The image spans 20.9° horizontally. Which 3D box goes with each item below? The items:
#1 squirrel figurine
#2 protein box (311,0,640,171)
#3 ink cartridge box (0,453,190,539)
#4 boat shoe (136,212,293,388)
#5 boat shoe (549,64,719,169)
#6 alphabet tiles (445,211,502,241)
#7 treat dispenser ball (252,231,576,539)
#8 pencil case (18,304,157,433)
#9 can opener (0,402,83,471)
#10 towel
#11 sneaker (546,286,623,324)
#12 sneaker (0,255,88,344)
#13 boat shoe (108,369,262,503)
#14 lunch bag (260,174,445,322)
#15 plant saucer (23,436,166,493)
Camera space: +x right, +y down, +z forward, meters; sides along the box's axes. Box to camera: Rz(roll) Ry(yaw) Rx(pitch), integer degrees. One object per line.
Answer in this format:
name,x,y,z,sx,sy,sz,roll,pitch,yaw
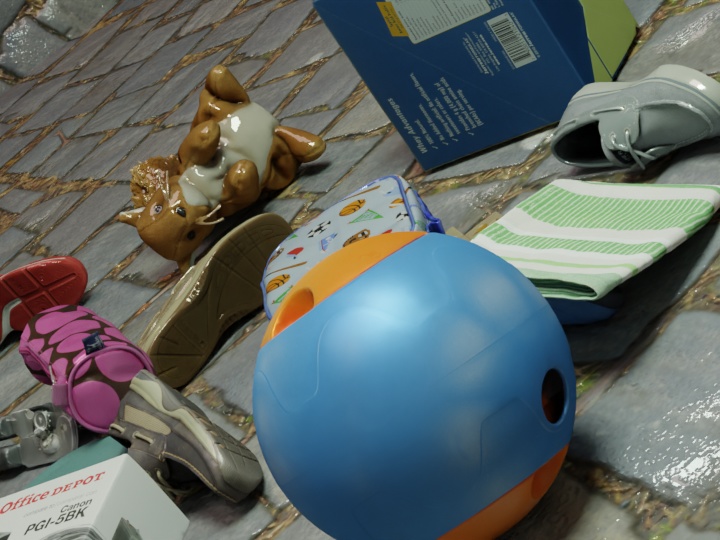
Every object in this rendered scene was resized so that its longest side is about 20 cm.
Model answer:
squirrel figurine,-0.164,-0.083,2.011,0.187,0.141,0.200,-56,13,-22
protein box,0.105,-0.228,1.753,0.199,0.199,0.135,-19,26,39
ink cartridge box,-0.227,0.242,1.400,0.146,0.083,0.200,-22,29,32
boat shoe,-0.139,0.023,1.777,0.200,0.071,0.064,-47,22,-23
boat shoe,0.217,-0.108,1.518,0.072,0.070,0.201,-54,21,-17
alphabet tiles,0.064,0.019,1.557,0.166,0.006,0.200,-38,20,-2
treat dispenser ball,0.033,0.076,1.199,0.200,0.201,0.201,-31,21,13
pencil case,-0.246,0.083,1.722,0.093,0.091,0.200,-14,12,-18
can opener,-0.316,0.158,1.821,0.199,0.054,0.067,-17,-5,43
towel,0.151,-0.025,1.364,0.152,0.024,0.200,5,22,37
sneaker,0.108,0.029,1.408,0.200,0.066,0.079,10,88,48
sneaker,-0.375,0.018,2.159,0.199,0.078,0.116,-26,24,22
boat shoe,-0.140,0.145,1.520,0.073,0.074,0.200,-54,29,-3
lunch bag,0.000,0.000,1.587,0.160,0.076,0.200,-31,20,6
plant saucer,-0.239,0.197,1.607,0.199,0.036,0.200,-32,21,13
